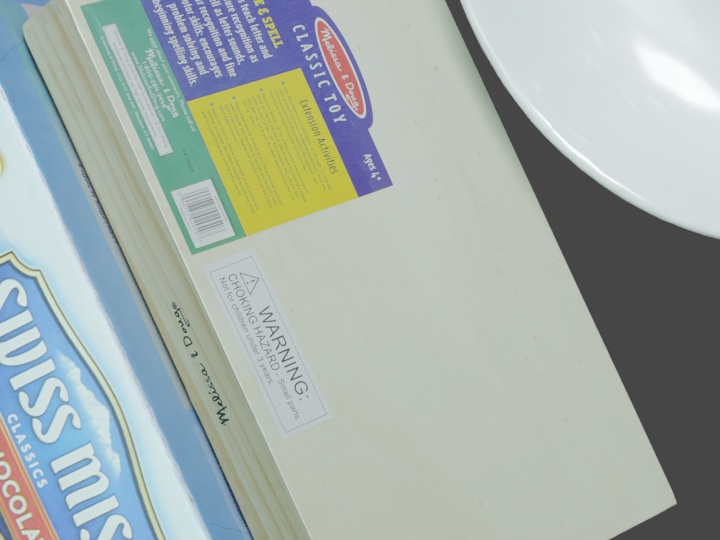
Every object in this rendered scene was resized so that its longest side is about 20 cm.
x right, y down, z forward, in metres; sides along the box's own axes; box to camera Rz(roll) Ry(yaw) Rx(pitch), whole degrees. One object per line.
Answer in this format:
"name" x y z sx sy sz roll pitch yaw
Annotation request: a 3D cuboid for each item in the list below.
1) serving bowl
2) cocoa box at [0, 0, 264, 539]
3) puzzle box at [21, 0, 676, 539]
"serving bowl" 0.120 -0.110 0.785 0.200 0.066 0.201 12 113 30
"cocoa box" -0.109 0.031 0.828 0.131 0.133 0.200 -26 86 13
"puzzle box" 0.000 0.000 0.808 0.025 0.133 0.200 -30 83 49
